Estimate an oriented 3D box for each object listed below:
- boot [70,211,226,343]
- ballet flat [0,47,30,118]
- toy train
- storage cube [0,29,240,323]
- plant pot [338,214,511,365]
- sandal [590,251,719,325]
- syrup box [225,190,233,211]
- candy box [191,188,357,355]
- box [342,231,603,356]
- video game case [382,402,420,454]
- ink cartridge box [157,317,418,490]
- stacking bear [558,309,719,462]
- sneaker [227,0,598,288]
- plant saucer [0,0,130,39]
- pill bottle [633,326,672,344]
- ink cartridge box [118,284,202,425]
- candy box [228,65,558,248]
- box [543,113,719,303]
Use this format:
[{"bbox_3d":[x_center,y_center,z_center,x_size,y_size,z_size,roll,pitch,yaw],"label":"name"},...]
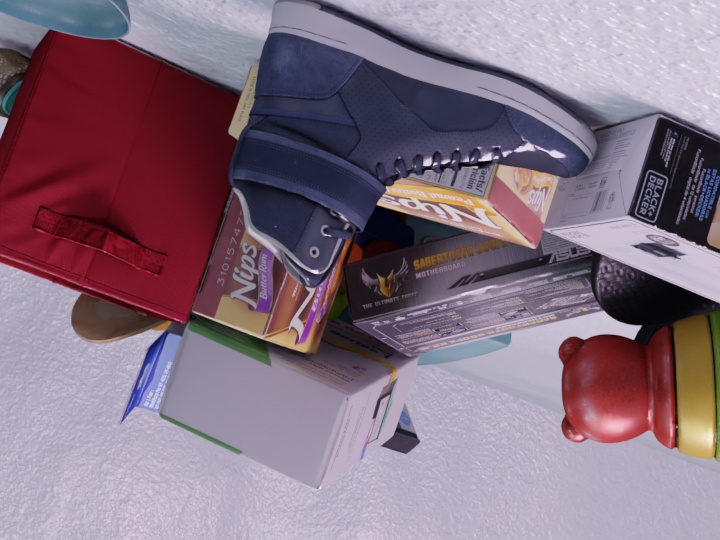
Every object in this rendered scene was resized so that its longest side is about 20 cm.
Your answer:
[{"bbox_3d":[-0.189,0.030,1.218,0.071,0.200,0.144,49,150,9],"label":"boot"},{"bbox_3d":[-0.287,-0.155,1.191,0.065,0.070,0.200,46,179,19],"label":"ballet flat"},{"bbox_3d":[0.000,0.000,1.111,0.199,0.116,0.085,33,-149,-16],"label":"toy train"},{"bbox_3d":[-0.201,-0.073,1.034,0.169,0.182,0.200,21,172,-19],"label":"storage cube"},{"bbox_3d":[0.038,0.018,1.211,0.198,0.143,0.141,2,171,33],"label":"plant pot"},{"bbox_3d":[0.224,0.004,0.935,0.199,0.075,0.045,16,-148,-43],"label":"sandal"},{"bbox_3d":[-0.076,-0.039,1.362,0.078,0.082,0.200,16,174,26],"label":"syrup box"},{"bbox_3d":[-0.051,-0.008,0.907,0.056,0.118,0.200,19,177,11],"label":"candy box"},{"bbox_3d":[0.104,0.011,1.013,0.198,0.049,0.158,-14,164,16],"label":"box"},{"bbox_3d":[-0.037,0.086,1.321,0.199,0.025,0.182,24,-146,-41],"label":"video game case"},{"bbox_3d":[-0.051,0.092,1.063,0.143,0.085,0.200,22,-169,15],"label":"ink cartridge box"},{"bbox_3d":[0.236,0.078,0.892,0.197,0.123,0.114,-3,-167,12],"label":"stacking bear"},{"bbox_3d":[0.024,-0.049,0.735,0.200,0.148,0.077,18,172,-5],"label":"sneaker"},{"bbox_3d":[-0.229,-0.196,0.791,0.198,0.028,0.200,19,174,2],"label":"plant saucer"},{"bbox_3d":[0.320,0.085,1.091,0.111,0.113,0.199,22,173,-27],"label":"pill bottle"},{"bbox_3d":[-0.136,0.051,1.121,0.039,0.200,0.100,30,130,3],"label":"ink cartridge box"},{"bbox_3d":[0.023,-0.077,0.884,0.198,0.056,0.115,16,174,27],"label":"candy box"},{"bbox_3d":[0.222,-0.019,0.762,0.198,0.061,0.117,22,173,-13],"label":"box"}]
